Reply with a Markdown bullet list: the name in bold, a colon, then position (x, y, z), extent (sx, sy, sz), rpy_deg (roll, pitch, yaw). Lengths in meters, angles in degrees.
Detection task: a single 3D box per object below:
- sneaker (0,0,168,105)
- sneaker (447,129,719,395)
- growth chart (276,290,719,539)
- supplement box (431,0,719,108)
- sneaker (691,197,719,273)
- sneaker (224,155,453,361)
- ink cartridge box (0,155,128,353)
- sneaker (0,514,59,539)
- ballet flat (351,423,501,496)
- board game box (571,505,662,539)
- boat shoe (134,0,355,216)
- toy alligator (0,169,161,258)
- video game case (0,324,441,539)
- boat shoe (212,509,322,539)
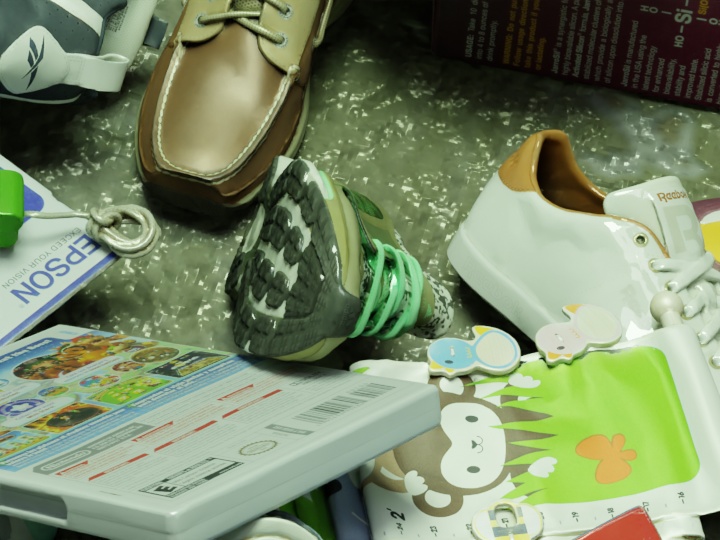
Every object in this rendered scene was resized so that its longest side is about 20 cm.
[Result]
- **sneaker**: position (-0.154, -0.127, 1.329), extent (0.129, 0.080, 0.199), rpy_deg (11, 18, -21)
- **sneaker**: position (0.124, 0.015, 1.219), extent (0.200, 0.085, 0.073), rpy_deg (39, 25, 24)
- **growth chart**: position (0.052, 0.075, 1.134), extent (0.200, 0.018, 0.145), rpy_deg (-15, 50, -14)
- **supplement box**: position (0.140, -0.146, 1.361), extent (0.200, 0.086, 0.110), rpy_deg (11, 51, 5)
- **sneaker**: position (0.220, -0.008, 1.252), extent (0.200, 0.090, 0.075), rpy_deg (12, 51, 5)
- **sneaker**: position (0.000, 0.000, 1.194), extent (0.088, 0.077, 0.200), rpy_deg (19, 9, -7)
- **ink cartridge box**: position (-0.234, 0.004, 1.241), extent (0.200, 0.047, 0.198), rpy_deg (36, 56, 21)
- **sneaker**: position (-0.200, 0.114, 1.113), extent (0.140, 0.078, 0.200), rpy_deg (29, 52, 1)
- **ballet flat**: position (0.038, 0.089, 1.176), extent (0.200, 0.063, 0.069), rpy_deg (-19, 55, -19)
- **board game box**: position (0.055, 0.213, 1.025), extent (0.200, 0.056, 0.196), rpy_deg (-26, 81, -17)
- **boat shoe**: position (-0.049, -0.115, 1.329), extent (0.076, 0.074, 0.200), rpy_deg (14, 51, 7)
- **toy alligator**: position (-0.180, -0.033, 1.213), extent (0.200, 0.054, 0.059), rpy_deg (0, 50, -5)
- **video game case**: position (-0.091, 0.058, 1.108), extent (0.200, 0.018, 0.143), rpy_deg (8, 22, 40)
- **boat shoe**: position (-0.101, 0.143, 1.049), extent (0.200, 0.062, 0.075), rpy_deg (-33, 92, -5)
